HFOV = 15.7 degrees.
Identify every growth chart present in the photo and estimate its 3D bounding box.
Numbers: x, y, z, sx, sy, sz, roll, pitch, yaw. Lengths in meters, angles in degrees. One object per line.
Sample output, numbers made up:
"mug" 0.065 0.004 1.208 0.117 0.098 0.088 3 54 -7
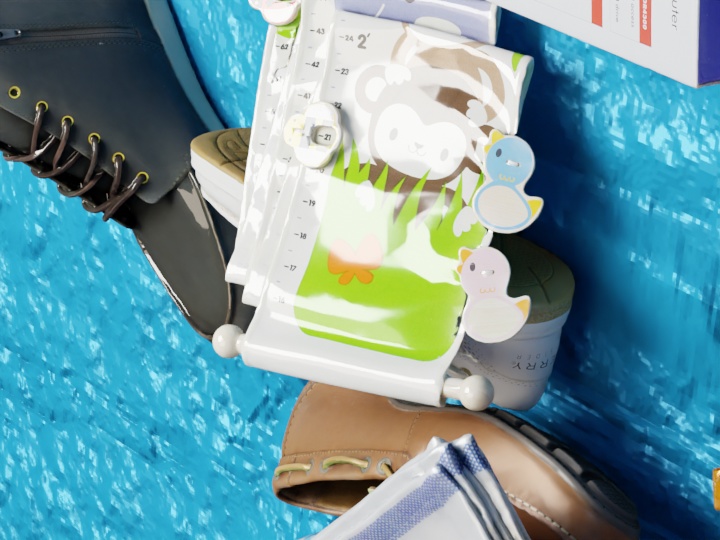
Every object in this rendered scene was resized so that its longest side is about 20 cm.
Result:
"growth chart" 0.007 -0.046 1.027 0.144 0.018 0.201 1 81 29

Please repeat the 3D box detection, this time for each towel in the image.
"towel" 0.043 0.172 0.964 0.147 0.024 0.200 -40 73 50

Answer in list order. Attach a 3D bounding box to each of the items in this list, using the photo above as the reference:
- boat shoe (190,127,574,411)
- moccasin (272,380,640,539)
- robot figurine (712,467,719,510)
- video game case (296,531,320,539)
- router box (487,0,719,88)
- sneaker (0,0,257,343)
"boat shoe" 0.000 0.000 1.081 0.200 0.071 0.069 31 126 38
"moccasin" 0.033 0.092 1.058 0.201 0.074 0.078 15 72 46
"robot figurine" 0.174 0.130 0.869 0.200 0.058 0.145 -133 37 -75
"video game case" -0.045 0.212 1.259 0.200 0.018 0.143 -27 82 51
"router box" 0.087 -0.180 0.892 0.179 0.049 0.201 33 129 56
"sneaker" -0.117 -0.044 1.175 0.075 0.106 0.200 -40 73 49
